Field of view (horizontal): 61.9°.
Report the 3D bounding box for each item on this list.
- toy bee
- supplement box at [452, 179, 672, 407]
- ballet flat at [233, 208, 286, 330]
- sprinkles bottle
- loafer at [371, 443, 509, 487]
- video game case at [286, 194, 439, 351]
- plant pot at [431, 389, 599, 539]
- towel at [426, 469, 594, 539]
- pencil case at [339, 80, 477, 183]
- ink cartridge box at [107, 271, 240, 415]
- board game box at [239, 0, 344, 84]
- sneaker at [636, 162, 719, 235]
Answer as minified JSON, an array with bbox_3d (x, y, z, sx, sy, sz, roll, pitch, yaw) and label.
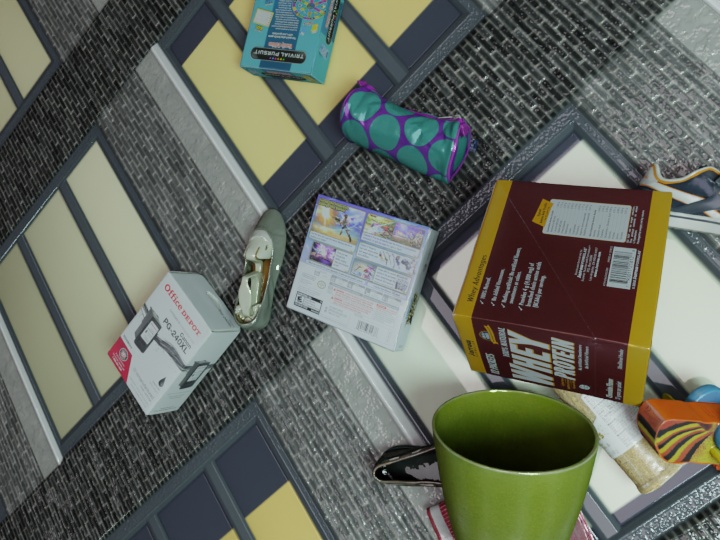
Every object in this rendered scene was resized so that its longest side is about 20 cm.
[{"bbox_3d":[0.397,0.191,0.659,0.196,0.131,0.111,6,116,10],"label":"toy bee"},{"bbox_3d":[0.236,0.020,0.697,0.197,0.134,0.200,8,59,27],"label":"supplement box"},{"bbox_3d":[-0.165,-0.003,0.979,0.066,0.063,0.204,8,89,26],"label":"ballet flat"},{"bbox_3d":[0.295,0.167,0.733,0.068,0.068,0.201,-45,68,16],"label":"sprinkles bottle"},{"bbox_3d":[0.109,0.268,0.820,0.197,0.063,0.073,-16,80,24],"label":"loafer"},{"bbox_3d":[0.000,0.000,0.907,0.197,0.045,0.185,19,96,26],"label":"video game case"},{"bbox_3d":[0.177,0.274,0.708,0.184,0.187,0.204,5,106,26],"label":"plant pot"},{"bbox_3d":[0.198,0.349,0.788,0.198,0.023,0.146,-30,76,21],"label":"towel"},{"bbox_3d":[0.065,-0.202,0.871,0.198,0.085,0.094,27,113,25],"label":"pencil case"},{"bbox_3d":[-0.322,0.122,1.035,0.145,0.083,0.201,46,106,22],"label":"ink cartridge box"},{"bbox_3d":[-0.108,-0.423,0.996,0.149,0.047,0.204,15,93,26],"label":"board game box"},{"bbox_3d":[0.419,-0.077,0.688,0.197,0.078,0.081,16,98,28],"label":"sneaker"}]
